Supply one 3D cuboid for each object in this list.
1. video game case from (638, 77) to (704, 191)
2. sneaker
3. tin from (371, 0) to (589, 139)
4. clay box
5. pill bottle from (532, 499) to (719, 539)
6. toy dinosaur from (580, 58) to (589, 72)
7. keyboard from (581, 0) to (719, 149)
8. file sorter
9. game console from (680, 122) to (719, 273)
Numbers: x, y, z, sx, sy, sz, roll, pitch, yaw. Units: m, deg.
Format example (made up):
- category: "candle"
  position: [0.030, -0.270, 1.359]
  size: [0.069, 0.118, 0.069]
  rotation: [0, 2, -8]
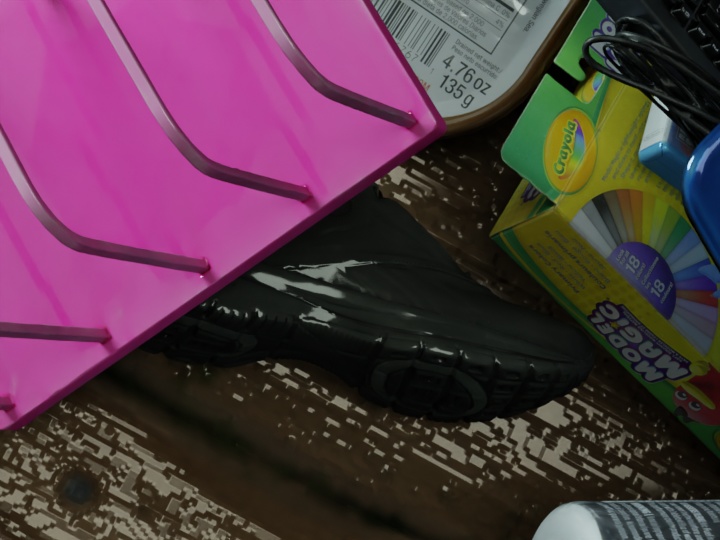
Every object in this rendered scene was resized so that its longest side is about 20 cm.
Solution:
- category: "video game case"
  position: [0.190, -0.090, 0.888]
  size: [0.143, 0.018, 0.201]
  rotation: [33, 57, -22]
- category: "sneaker"
  position: [0.000, 0.000, 0.837]
  size: [0.199, 0.076, 0.091]
  rotation: [16, 65, -13]
- category: "tin"
  position: [0.053, -0.144, 0.865]
  size: [0.112, 0.042, 0.201]
  rotation: [33, 97, -4]
- category: "clay box"
  position: [0.136, -0.012, 0.863]
  size: [0.200, 0.048, 0.115]
  rotation: [43, 57, -15]
- category: "pill bottle"
  position: [0.168, 0.141, 0.824]
  size: [0.198, 0.106, 0.107]
  rotation: [2, 72, -17]
- category: "toy dinosaur"
  position: [0.074, -0.175, 0.909]
  size: [0.136, 0.102, 0.200]
  rotation: [-40, 110, -7]
- category: "keyboard"
  position: [0.154, -0.074, 0.818]
  size: [0.200, 0.040, 0.104]
  rotation: [46, 53, -14]
- category: "file sorter"
  position: [-0.102, -0.056, 0.731]
  size: [0.199, 0.125, 0.140]
  rotation: [-34, 77, 14]
- category: "game console"
  position: [0.192, -0.025, 0.805]
  size: [0.118, 0.171, 0.201]
  rotation: [-28, 117, 11]
